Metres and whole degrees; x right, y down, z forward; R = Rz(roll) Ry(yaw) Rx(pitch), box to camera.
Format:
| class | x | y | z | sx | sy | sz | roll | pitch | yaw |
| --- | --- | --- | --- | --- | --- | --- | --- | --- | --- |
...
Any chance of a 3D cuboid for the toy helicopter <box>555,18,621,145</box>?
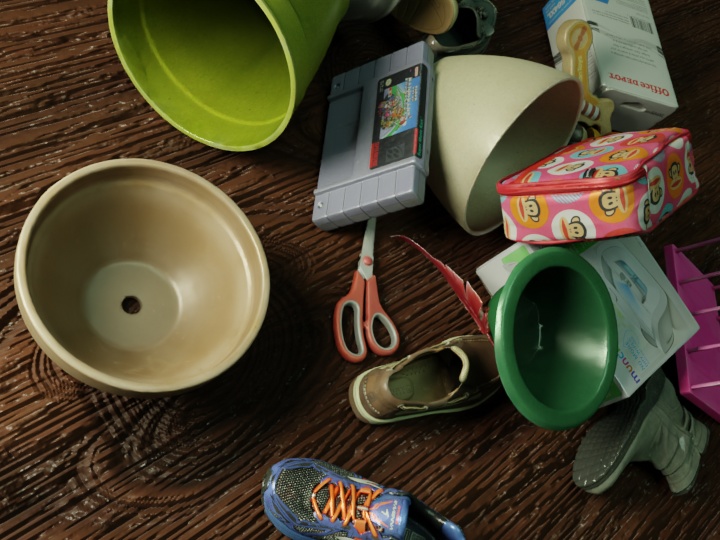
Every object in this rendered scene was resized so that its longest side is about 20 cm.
| class | x | y | z | sx | sy | sz | roll | pitch | yaw |
| --- | --- | --- | --- | --- | --- | --- | --- | --- | --- |
| toy helicopter | 0.266 | -0.215 | 0.967 | 0.132 | 0.079 | 0.200 | -13 | 108 | -19 |

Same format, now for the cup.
| class | x | y | z | sx | sy | sz | roll | pitch | yaw |
| --- | --- | --- | --- | --- | --- | --- | --- | --- | --- |
| cup | 0.132 | -0.162 | 0.856 | 0.143 | 0.200 | 0.200 | 41 | 50 | 23 |

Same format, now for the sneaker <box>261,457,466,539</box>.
| class | x | y | z | sx | sy | sz | roll | pitch | yaw |
| --- | --- | --- | --- | --- | --- | --- | --- | --- | --- |
| sneaker | 0.008 | 0.210 | 0.661 | 0.200 | 0.078 | 0.075 | 24 | 57 | -18 |

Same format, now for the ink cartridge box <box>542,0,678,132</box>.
| class | x | y | z | sx | sy | sz | roll | pitch | yaw |
| --- | --- | --- | --- | --- | --- | --- | --- | --- | --- |
| ink cartridge box | 0.359 | -0.310 | 1.099 | 0.146 | 0.084 | 0.200 | 8 | 65 | -26 |

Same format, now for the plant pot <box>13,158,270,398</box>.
| class | x | y | z | sx | sy | sz | roll | pitch | yaw |
| --- | --- | --- | --- | --- | --- | --- | --- | --- | --- |
| plant pot | -0.185 | 0.016 | 0.637 | 0.201 | 0.093 | 0.201 | 13 | 61 | -24 |

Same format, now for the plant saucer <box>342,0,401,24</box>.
| class | x | y | z | sx | sy | sz | roll | pitch | yaw |
| --- | --- | --- | --- | --- | --- | --- | --- | --- | --- |
| plant saucer | -0.044 | -0.346 | 0.826 | 0.200 | 0.200 | 0.050 | 40 | 64 | -7 |

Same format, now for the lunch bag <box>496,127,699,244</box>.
| class | x | y | z | sx | sy | sz | roll | pitch | yaw |
| --- | --- | --- | --- | --- | --- | --- | --- | --- | --- |
| lunch bag | 0.239 | -0.088 | 0.796 | 0.200 | 0.176 | 0.082 | -29 | 110 | -43 |

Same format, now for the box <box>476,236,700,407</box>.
| class | x | y | z | sx | sy | sz | roll | pitch | yaw |
| --- | --- | --- | --- | --- | --- | --- | --- | --- | --- |
| box | 0.262 | 0.035 | 0.877 | 0.176 | 0.097 | 0.200 | -27 | 82 | -38 |

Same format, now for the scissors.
| class | x | y | z | sx | sy | sz | roll | pitch | yaw |
| --- | --- | --- | --- | --- | --- | --- | --- | --- | --- |
| scissors | 0.000 | 0.000 | 0.796 | 0.073 | 0.014 | 0.200 | 4 | 67 | -25 |

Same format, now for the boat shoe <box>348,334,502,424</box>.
| class | x | y | z | sx | sy | sz | roll | pitch | yaw |
| --- | --- | --- | --- | --- | --- | --- | --- | --- | --- |
| boat shoe | 0.090 | 0.106 | 0.758 | 0.202 | 0.075 | 0.075 | -16 | 76 | -34 |

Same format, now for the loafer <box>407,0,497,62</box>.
| class | x | y | z | sx | sy | sz | roll | pitch | yaw |
| --- | --- | --- | --- | --- | --- | --- | --- | --- | --- |
| loafer | 0.132 | -0.309 | 0.986 | 0.072 | 0.063 | 0.200 | 46 | 54 | -2 |

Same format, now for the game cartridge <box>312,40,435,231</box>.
| class | x | y | z | sx | sy | sz | roll | pitch | yaw |
| --- | --- | --- | --- | --- | --- | --- | --- | --- | --- |
| game cartridge | 0.016 | -0.146 | 0.806 | 0.038 | 0.130 | 0.200 | 34 | 51 | -41 |

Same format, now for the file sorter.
| class | x | y | z | sx | sy | sz | roll | pitch | yaw |
| --- | --- | --- | --- | --- | --- | --- | --- | --- | --- |
| file sorter | 0.472 | 0.068 | 0.934 | 0.139 | 0.125 | 0.200 | 31 | 53 | -39 |

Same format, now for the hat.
| class | x | y | z | sx | sy | sz | roll | pitch | yaw |
| --- | --- | --- | --- | --- | --- | --- | --- | --- | --- |
| hat | 0.147 | 0.059 | 0.797 | 0.166 | 0.176 | 0.200 | 5 | 83 | -32 |

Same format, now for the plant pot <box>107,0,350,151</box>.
| class | x | y | z | sx | sy | sz | roll | pitch | yaw |
| --- | --- | --- | --- | --- | --- | --- | --- | --- | --- |
| plant pot | -0.105 | -0.255 | 0.752 | 0.200 | 0.200 | 0.193 | 40 | 50 | -7 |

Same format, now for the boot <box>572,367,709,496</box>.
| class | x | y | z | sx | sy | sz | roll | pitch | yaw |
| --- | --- | --- | --- | --- | --- | --- | --- | --- | --- |
| boot | 0.329 | 0.206 | 0.853 | 0.131 | 0.068 | 0.200 | 51 | 55 | -6 |

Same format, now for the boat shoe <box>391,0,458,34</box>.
| class | x | y | z | sx | sy | sz | roll | pitch | yaw |
| --- | --- | --- | --- | --- | --- | --- | --- | --- | --- |
| boat shoe | 0.054 | -0.361 | 0.938 | 0.064 | 0.071 | 0.200 | -20 | 57 | -45 |
